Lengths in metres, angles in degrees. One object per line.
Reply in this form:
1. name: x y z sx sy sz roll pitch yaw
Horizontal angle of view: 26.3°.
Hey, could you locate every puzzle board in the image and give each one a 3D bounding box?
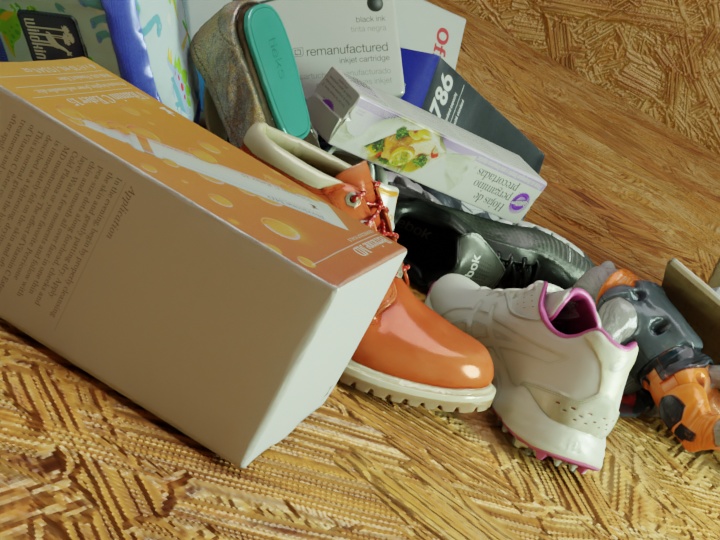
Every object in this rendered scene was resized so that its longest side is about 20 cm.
1. puzzle board: 0.281 0.079 1.036 0.200 0.017 0.151 42 -11 18

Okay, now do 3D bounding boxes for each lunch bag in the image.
1. lunch bag: -0.167 -0.167 0.936 0.127 0.170 0.200 -25 35 -15

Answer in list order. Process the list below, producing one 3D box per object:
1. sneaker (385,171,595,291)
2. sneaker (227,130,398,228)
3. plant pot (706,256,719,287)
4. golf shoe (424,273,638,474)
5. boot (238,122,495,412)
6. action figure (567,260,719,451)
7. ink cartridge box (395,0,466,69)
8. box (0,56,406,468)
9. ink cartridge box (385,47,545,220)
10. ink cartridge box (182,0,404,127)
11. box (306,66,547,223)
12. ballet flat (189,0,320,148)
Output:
1. sneaker: 0.080 -0.006 1.087 0.200 0.067 0.091 21 19 -10
2. sneaker: -0.036 -0.065 1.044 0.078 0.079 0.200 13 20 -42
3. plant pot: 0.391 0.028 1.297 0.200 0.200 0.177 37 29 30
4. golf shoe: 0.104 0.040 0.927 0.075 0.092 0.200 17 18 -31
5. boot: 0.000 0.000 0.849 0.200 0.107 0.075 30 14 2
6. action figure: 0.217 0.066 1.025 0.193 0.105 0.200 46 22 23
7. ink cartridge box: -0.031 -0.155 1.176 0.200 0.145 0.084 18 -10 -32
8. box: -0.097 -0.011 0.729 0.200 0.098 0.124 31 16 9
9. ink cartridge box: 0.063 -0.091 1.164 0.039 0.100 0.200 6 -20 44
10. ink cartridge box: -0.057 -0.206 1.056 0.146 0.200 0.086 -6 -1 -12
11. box: 0.046 -0.081 1.027 0.200 0.039 0.041 19 24 -46
12. ballet flat: -0.054 -0.064 0.943 0.067 0.200 0.068 -15 3 34
